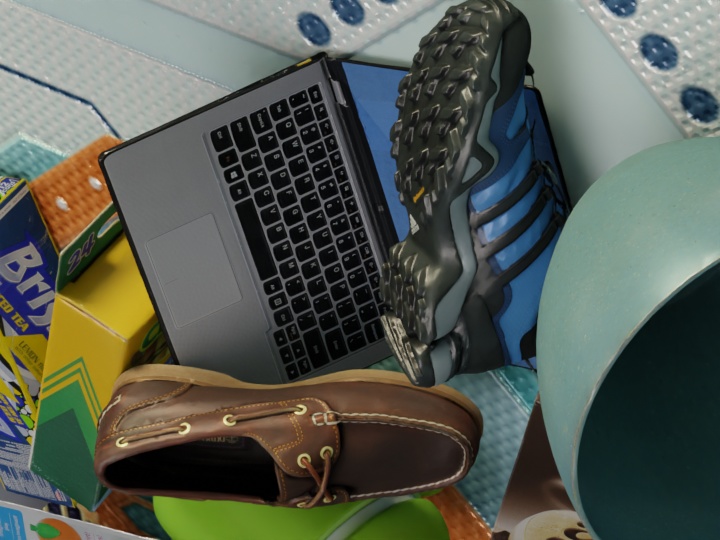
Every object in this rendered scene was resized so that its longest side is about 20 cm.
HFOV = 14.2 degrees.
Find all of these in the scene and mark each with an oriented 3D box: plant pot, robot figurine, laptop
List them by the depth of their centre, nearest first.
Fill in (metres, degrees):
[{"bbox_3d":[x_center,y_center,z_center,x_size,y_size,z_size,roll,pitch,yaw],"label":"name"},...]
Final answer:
[{"bbox_3d":[0.157,0.019,1.275,0.135,0.199,0.201,-122,17,-46],"label":"plant pot"},{"bbox_3d":[0.000,0.000,1.449,0.116,0.199,0.188,53,164,55],"label":"laptop"},{"bbox_3d":[-0.033,0.135,1.570,0.200,0.175,0.116,43,137,22],"label":"robot figurine"}]

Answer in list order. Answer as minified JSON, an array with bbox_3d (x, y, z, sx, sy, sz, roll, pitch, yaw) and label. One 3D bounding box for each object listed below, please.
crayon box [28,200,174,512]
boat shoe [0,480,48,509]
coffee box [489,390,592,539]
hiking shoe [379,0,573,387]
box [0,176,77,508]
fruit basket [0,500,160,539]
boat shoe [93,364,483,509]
[{"bbox_3d":[-0.118,0.027,1.575,0.051,0.126,0.201,32,143,13],"label":"crayon box"},{"bbox_3d":[-0.248,0.074,1.805,0.066,0.070,0.200,51,173,46],"label":"boat shoe"},{"bbox_3d":[0.132,0.116,1.452,0.112,0.080,0.201,23,142,9],"label":"coffee box"},{"bbox_3d":[0.063,-0.041,1.371,0.074,0.086,0.201,-127,38,-50],"label":"hiking shoe"},{"bbox_3d":[-0.207,0.041,1.722,0.064,0.070,0.201,8,132,36],"label":"box"},{"bbox_3d":[-0.138,0.230,1.809,0.199,0.094,0.186,8,135,12],"label":"fruit basket"},{"bbox_3d":[-0.038,0.094,1.478,0.199,0.070,0.071,0,124,7],"label":"boat shoe"}]
